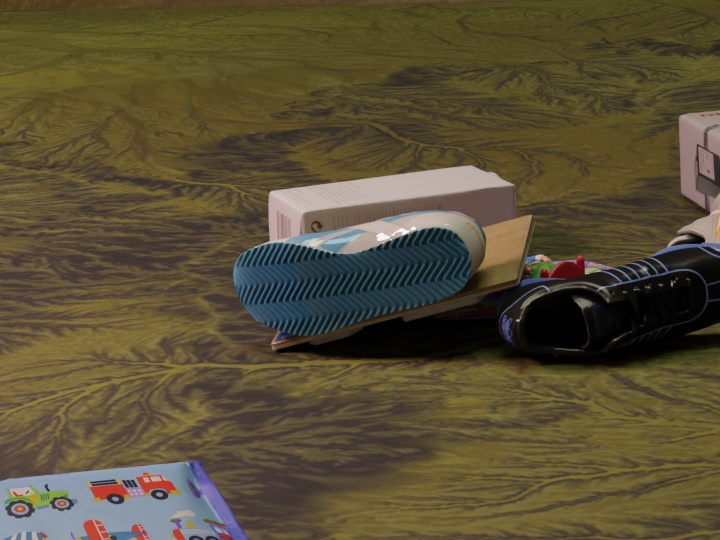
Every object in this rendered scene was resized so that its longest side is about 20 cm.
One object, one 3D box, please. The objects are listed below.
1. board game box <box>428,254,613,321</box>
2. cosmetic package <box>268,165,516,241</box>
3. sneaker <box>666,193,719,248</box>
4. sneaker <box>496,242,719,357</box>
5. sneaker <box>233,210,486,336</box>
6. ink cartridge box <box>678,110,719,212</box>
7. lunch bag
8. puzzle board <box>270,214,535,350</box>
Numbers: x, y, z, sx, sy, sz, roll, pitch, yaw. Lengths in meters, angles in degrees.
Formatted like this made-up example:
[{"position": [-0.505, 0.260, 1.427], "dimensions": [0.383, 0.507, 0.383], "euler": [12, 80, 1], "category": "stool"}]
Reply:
[{"position": [0.124, -0.002, 1.672], "dimensions": [0.200, 0.039, 0.158], "euler": [-4, 15, -1], "category": "board game box"}, {"position": [0.028, -0.040, 1.785], "dimensions": [0.200, 0.074, 0.102], "euler": [-6, 15, -17], "category": "cosmetic package"}, {"position": [0.294, -0.027, 1.675], "dimensions": [0.092, 0.076, 0.200], "euler": [-7, 13, 5], "category": "sneaker"}, {"position": [0.200, 0.028, 1.496], "dimensions": [0.200, 0.070, 0.078], "euler": [-12, 13, 2], "category": "sneaker"}, {"position": [0.000, 0.000, 1.545], "dimensions": [0.200, 0.077, 0.081], "euler": [-6, 12, 21], "category": "sneaker"}, {"position": [0.393, -0.096, 1.878], "dimensions": [0.146, 0.084, 0.200], "euler": [-6, 15, -8], "category": "ink cartridge box"}, {"position": [-0.113, 0.176, 0.974], "dimensions": [0.150, 0.094, 0.200], "euler": [-3, 20, -27], "category": "lunch bag"}, {"position": [0.037, 0.012, 1.602], "dimensions": [0.200, 0.017, 0.151], "euler": [-16, 17, 15], "category": "puzzle board"}]
